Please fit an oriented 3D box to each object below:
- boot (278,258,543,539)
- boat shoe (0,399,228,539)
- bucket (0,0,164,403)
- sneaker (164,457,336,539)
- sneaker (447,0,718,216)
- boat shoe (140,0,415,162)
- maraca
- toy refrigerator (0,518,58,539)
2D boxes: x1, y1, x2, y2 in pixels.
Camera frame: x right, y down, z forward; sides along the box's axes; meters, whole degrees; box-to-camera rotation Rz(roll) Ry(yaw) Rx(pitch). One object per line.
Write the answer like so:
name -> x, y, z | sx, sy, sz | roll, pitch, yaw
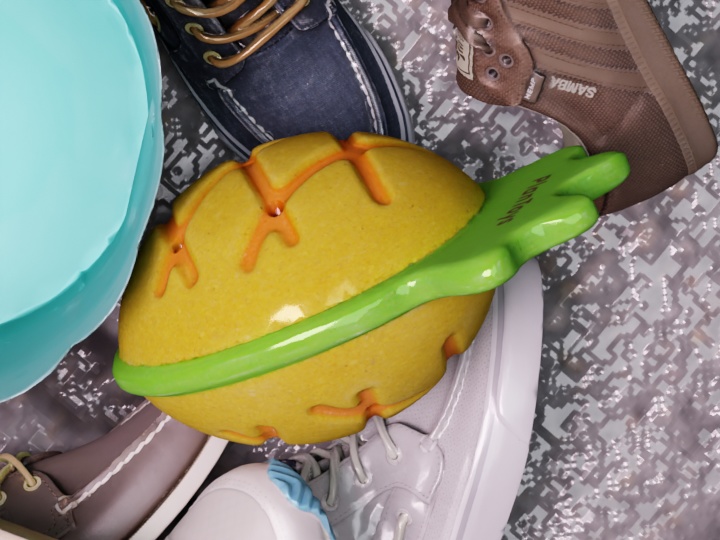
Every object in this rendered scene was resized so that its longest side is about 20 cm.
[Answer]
boot -> 0.004, 0.082, 0.904 | 0.096, 0.074, 0.200 | 13, 95, -11
boat shoe -> -0.132, 0.107, 0.903 | 0.200, 0.072, 0.060 | -43, 99, 7
bucket -> -0.165, -0.053, 0.853 | 0.207, 0.135, 0.207 | 0, 94, -3
sneaker -> -0.077, 0.153, 0.867 | 0.077, 0.081, 0.200 | 47, 117, 30
sneaker -> 0.061, -0.099, 0.872 | 0.076, 0.070, 0.200 | -31, 117, 5
boat shoe -> -0.050, -0.103, 0.877 | 0.071, 0.091, 0.200 | -38, 96, 0
maraca -> 0.000, 0.000, 0.841 | 0.200, 0.137, 0.107 | -19, 108, 27
toy refrigerator -> -0.185, 0.106, 0.846 | 0.200, 0.076, 0.070 | 16, 83, 26
